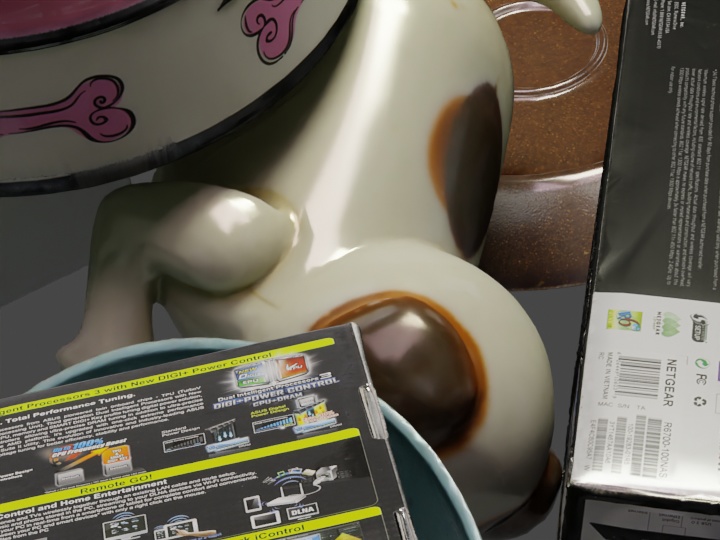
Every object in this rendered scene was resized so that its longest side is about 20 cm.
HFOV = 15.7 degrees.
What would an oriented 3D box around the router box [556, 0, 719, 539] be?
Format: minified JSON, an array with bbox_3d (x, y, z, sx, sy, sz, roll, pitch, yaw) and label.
[{"bbox_3d":[0.086,0.038,0.750,0.051,0.149,0.200,7,45,5],"label":"router box"}]

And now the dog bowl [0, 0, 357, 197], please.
[{"bbox_3d":[-0.099,-0.119,0.801,0.200,0.074,0.200,-5,49,6],"label":"dog bowl"}]

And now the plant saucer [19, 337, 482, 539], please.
[{"bbox_3d":[-0.050,0.119,0.733,0.200,0.036,0.200,-7,68,19],"label":"plant saucer"}]

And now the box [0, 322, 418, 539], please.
[{"bbox_3d":[-0.082,0.088,0.634,0.200,0.044,0.160,-12,28,-3],"label":"box"}]

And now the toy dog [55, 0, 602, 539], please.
[{"bbox_3d":[0.000,0.000,0.831,0.194,0.140,0.200,-17,56,5],"label":"toy dog"}]

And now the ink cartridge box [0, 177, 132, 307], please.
[{"bbox_3d":[-0.204,-0.059,0.918,0.200,0.146,0.147,-26,45,-15],"label":"ink cartridge box"}]

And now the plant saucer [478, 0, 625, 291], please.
[{"bbox_3d":[0.064,-0.072,0.962,0.200,0.032,0.200,-5,43,5],"label":"plant saucer"}]
